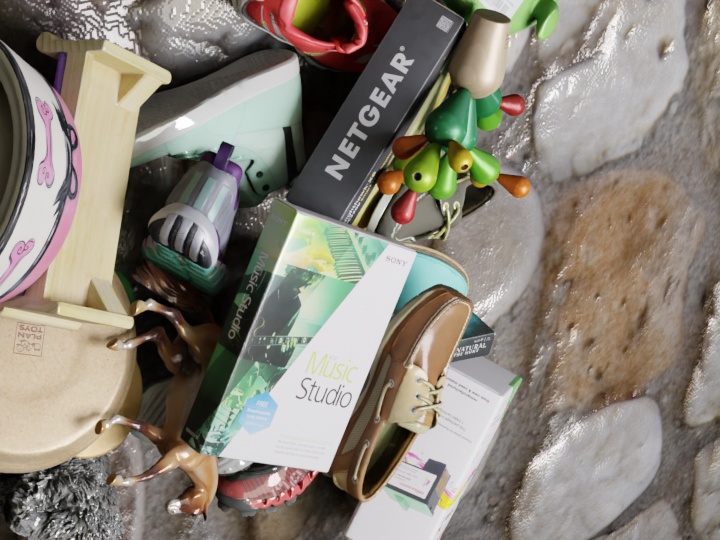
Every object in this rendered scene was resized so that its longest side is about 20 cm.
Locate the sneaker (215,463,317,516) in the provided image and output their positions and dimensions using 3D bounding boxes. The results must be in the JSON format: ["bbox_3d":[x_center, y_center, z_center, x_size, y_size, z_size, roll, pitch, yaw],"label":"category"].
[{"bbox_3d":[-0.057,0.157,1.272,0.199,0.071,0.099,-26,128,-27],"label":"sneaker"}]

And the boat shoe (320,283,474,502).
[{"bbox_3d":[0.039,0.109,1.130,0.075,0.074,0.201,16,112,-46],"label":"boat shoe"}]

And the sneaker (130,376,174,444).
[{"bbox_3d":[-0.113,0.116,1.158,0.198,0.082,0.075,5,85,-27],"label":"sneaker"}]

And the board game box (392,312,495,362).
[{"bbox_3d":[0.007,0.044,1.211,0.198,0.135,0.028,-9,128,-35],"label":"board game box"}]

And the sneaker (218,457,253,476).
[{"bbox_3d":[-0.076,0.101,1.225,0.200,0.074,0.080,-40,127,-13],"label":"sneaker"}]

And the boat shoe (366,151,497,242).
[{"bbox_3d":[0.067,-0.063,1.189,0.072,0.060,0.201,-59,168,28],"label":"boat shoe"}]

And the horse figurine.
[{"bbox_3d":[-0.147,0.095,1.052,0.132,0.049,0.203,15,78,-50],"label":"horse figurine"}]

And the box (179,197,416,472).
[{"bbox_3d":[-0.046,0.056,1.055,0.143,0.036,0.202,16,97,-46],"label":"box"}]

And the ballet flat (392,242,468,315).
[{"bbox_3d":[0.000,0.000,1.189,0.197,0.063,0.070,5,107,-21],"label":"ballet flat"}]

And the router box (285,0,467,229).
[{"bbox_3d":[0.024,-0.124,1.135,0.201,0.052,0.157,-58,170,4],"label":"router box"}]

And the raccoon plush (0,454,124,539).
[{"bbox_3d":[-0.211,0.177,1.126,0.199,0.097,0.135,37,90,-20],"label":"raccoon plush"}]

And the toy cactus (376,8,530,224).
[{"bbox_3d":[0.090,-0.125,1.082,0.199,0.102,0.167,-29,141,-51],"label":"toy cactus"}]

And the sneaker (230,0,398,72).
[{"bbox_3d":[-0.019,-0.196,1.085,0.199,0.085,0.078,8,109,-51],"label":"sneaker"}]

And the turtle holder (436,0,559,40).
[{"bbox_3d":[0.116,-0.295,1.109,0.140,0.131,0.188,-3,115,-35],"label":"turtle holder"}]

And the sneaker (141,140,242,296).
[{"bbox_3d":[-0.122,-0.038,1.052,0.074,0.200,0.088,30,76,-6],"label":"sneaker"}]

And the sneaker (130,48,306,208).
[{"bbox_3d":[-0.123,-0.089,1.074,0.199,0.073,0.119,-27,122,-27],"label":"sneaker"}]

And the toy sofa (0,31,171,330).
[{"bbox_3d":[-0.210,-0.061,0.956,0.083,0.097,0.203,19,78,-60],"label":"toy sofa"}]

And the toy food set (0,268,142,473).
[{"bbox_3d":[-0.260,0.053,1.020,0.198,0.048,0.201,-8,88,-34],"label":"toy food set"}]

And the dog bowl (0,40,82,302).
[{"bbox_3d":[-0.273,-0.063,0.902,0.074,0.199,0.202,16,105,-59],"label":"dog bowl"}]

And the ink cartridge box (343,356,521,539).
[{"bbox_3d":[0.075,0.185,1.338,0.202,0.083,0.145,-64,169,9],"label":"ink cartridge box"}]
